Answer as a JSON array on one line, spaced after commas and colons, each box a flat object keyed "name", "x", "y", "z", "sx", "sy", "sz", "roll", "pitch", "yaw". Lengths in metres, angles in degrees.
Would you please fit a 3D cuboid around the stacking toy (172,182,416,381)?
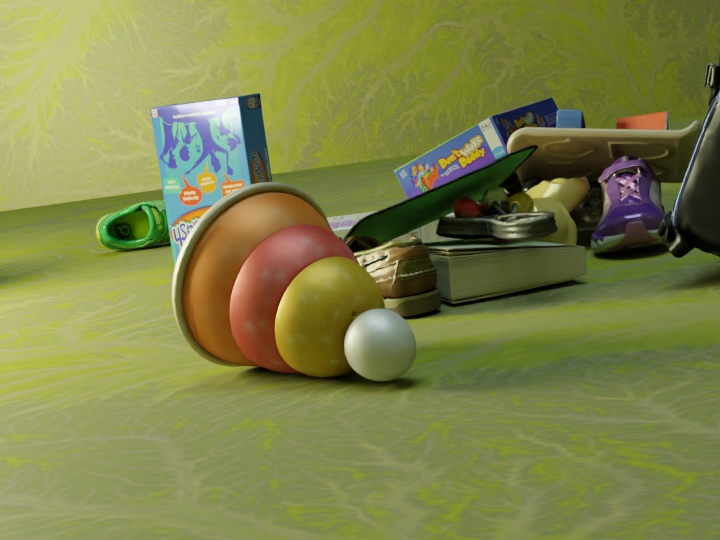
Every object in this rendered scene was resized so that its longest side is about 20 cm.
[{"name": "stacking toy", "x": -0.030, "y": 0.032, "z": 1.100, "sx": 0.145, "sy": 0.147, "sz": 0.200, "roll": -13, "pitch": 28, "yaw": -36}]

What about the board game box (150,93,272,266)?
[{"name": "board game box", "x": -0.177, "y": -0.109, "z": 1.877, "sx": 0.151, "sy": 0.202, "sz": 0.045, "roll": -3, "pitch": 10, "yaw": 38}]

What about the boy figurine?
[{"name": "boy figurine", "x": 0.189, "y": -0.058, "z": 1.597, "sx": 0.124, "sy": 0.065, "sz": 0.200, "roll": -33, "pitch": 9, "yaw": 2}]

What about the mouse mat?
[{"name": "mouse mat", "x": 0.064, "y": -0.060, "z": 1.453, "sx": 0.199, "sy": 0.008, "sz": 0.161, "roll": -25, "pitch": -8, "yaw": -19}]

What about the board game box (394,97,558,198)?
[{"name": "board game box", "x": 0.141, "y": -0.137, "z": 1.745, "sx": 0.134, "sy": 0.045, "sz": 0.200, "roll": -28, "pitch": -1, "yaw": 28}]

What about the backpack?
[{"name": "backpack", "x": 0.367, "y": -0.091, "z": 1.304, "sx": 0.146, "sy": 0.184, "sz": 0.200, "roll": 22, "pitch": 17, "yaw": 24}]

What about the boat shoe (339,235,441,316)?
[{"name": "boat shoe", "x": 0.000, "y": 0.000, "z": 1.382, "sx": 0.072, "sy": 0.069, "sz": 0.199, "roll": -16, "pitch": 10, "yaw": -40}]

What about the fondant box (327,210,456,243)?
[{"name": "fondant box", "x": 0.033, "y": -0.032, "z": 1.634, "sx": 0.198, "sy": 0.059, "sz": 0.144, "roll": -8, "pitch": 7, "yaw": 3}]

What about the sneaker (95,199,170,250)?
[{"name": "sneaker", "x": -0.281, "y": -0.069, "z": 2.197, "sx": 0.199, "sy": 0.075, "sz": 0.084, "roll": -18, "pitch": 6, "yaw": -5}]

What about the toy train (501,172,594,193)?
[{"name": "toy train", "x": 0.217, "y": -0.099, "z": 1.887, "sx": 0.199, "sy": 0.086, "sz": 0.114, "roll": -19, "pitch": -1, "yaw": -42}]

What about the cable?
[{"name": "cable", "x": 0.120, "y": -0.052, "z": 1.387, "sx": 0.096, "sy": 0.051, "sz": 0.200, "roll": -5, "pitch": 1, "yaw": -2}]

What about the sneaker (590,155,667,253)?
[{"name": "sneaker", "x": 0.273, "y": -0.070, "z": 1.557, "sx": 0.080, "sy": 0.089, "sz": 0.200, "roll": -5, "pitch": 9, "yaw": 12}]

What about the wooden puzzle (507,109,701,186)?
[{"name": "wooden puzzle", "x": 0.265, "y": -0.135, "z": 1.654, "sx": 0.198, "sy": 0.047, "sz": 0.185, "roll": -3, "pitch": -11, "yaw": 11}]

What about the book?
[{"name": "book", "x": 0.113, "y": -0.007, "z": 1.442, "sx": 0.133, "sy": 0.048, "sz": 0.200, "roll": -6, "pitch": 5, "yaw": -16}]

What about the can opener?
[{"name": "can opener", "x": 0.211, "y": -0.059, "z": 1.748, "sx": 0.198, "sy": 0.054, "sz": 0.067, "roll": -5, "pitch": -24, "yaw": 22}]
